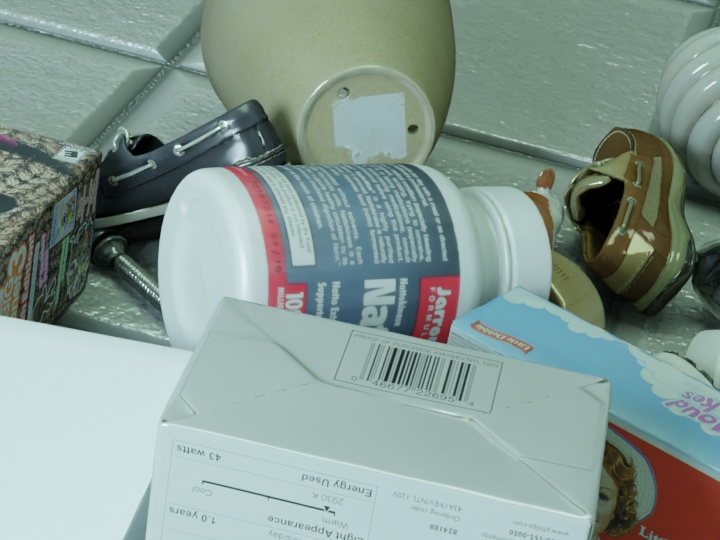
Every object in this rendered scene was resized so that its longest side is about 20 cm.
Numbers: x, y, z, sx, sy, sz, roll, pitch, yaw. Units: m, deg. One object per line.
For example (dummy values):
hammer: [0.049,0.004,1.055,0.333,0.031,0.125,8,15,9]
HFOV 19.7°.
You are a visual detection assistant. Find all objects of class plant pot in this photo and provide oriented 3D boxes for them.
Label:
plant pot: [-0.010,-0.133,1.438,0.187,0.187,0.200,3,24,-10]

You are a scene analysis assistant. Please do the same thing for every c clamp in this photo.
c clamp: [-0.109,0.012,1.345,0.171,0.027,0.200,-11,37,-31]

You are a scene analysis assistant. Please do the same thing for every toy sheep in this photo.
toy sheep: [0.294,-0.123,1.588,0.138,0.138,0.200,5,36,-8]

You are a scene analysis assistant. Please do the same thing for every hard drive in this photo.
hard drive: [-0.175,0.090,1.071,0.200,0.027,0.132,8,64,35]

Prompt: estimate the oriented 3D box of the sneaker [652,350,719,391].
sneaker: [0.196,0.119,1.147,0.079,0.074,0.200,-20,34,-26]

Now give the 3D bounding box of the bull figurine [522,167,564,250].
bull figurine: [0.085,-0.013,1.408,0.121,0.065,0.200,4,28,-3]

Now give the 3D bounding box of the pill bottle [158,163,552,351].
pill bottle: [0.000,0.000,1.153,0.200,0.120,0.120,-3,32,-28]

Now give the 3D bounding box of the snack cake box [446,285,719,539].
snack cake box: [0.135,0.105,1.096,0.200,0.115,0.067,29,35,29]

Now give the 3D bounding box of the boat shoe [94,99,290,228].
boat shoe: [-0.135,-0.070,1.370,0.200,0.063,0.073,-9,14,33]

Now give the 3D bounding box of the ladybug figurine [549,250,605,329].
ladybug figurine: [0.059,0.053,1.257,0.200,0.072,0.136,-24,60,-31]

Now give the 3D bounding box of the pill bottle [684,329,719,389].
pill bottle: [0.297,0.077,1.225,0.200,0.113,0.113,0,23,30]

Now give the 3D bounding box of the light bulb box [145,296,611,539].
light bulb box: [0.002,0.144,0.980,0.198,0.200,0.125,13,29,6]

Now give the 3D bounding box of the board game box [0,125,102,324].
board game box: [-0.268,-0.015,1.261,0.159,0.097,0.200,14,25,8]

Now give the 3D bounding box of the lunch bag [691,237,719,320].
lunch bag: [0.341,0.013,1.387,0.164,0.118,0.200,-11,30,-31]

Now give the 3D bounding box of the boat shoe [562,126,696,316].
boat shoe: [0.185,-0.049,1.466,0.074,0.076,0.200,27,26,-16]
